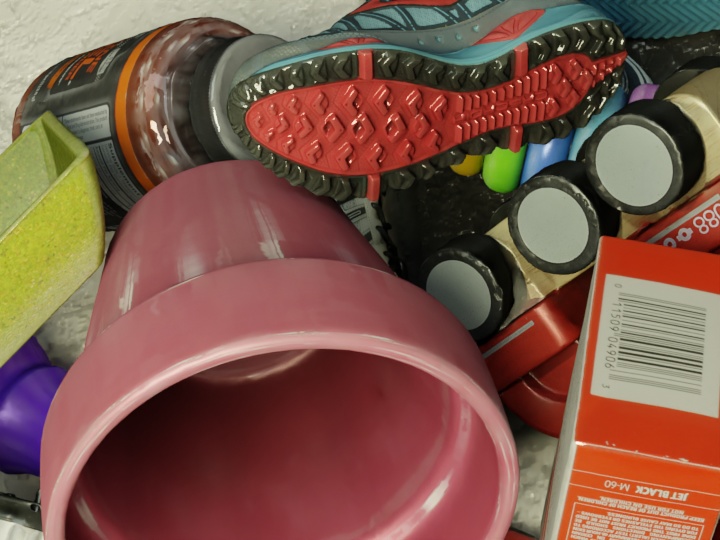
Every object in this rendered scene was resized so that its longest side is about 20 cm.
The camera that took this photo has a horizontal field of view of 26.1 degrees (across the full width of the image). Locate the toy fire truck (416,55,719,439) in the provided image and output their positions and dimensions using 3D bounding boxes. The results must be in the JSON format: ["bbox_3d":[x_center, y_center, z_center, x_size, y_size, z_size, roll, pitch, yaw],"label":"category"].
[{"bbox_3d":[0.156,0.025,0.717,0.176,0.128,0.201,-38,87,39],"label":"toy fire truck"}]

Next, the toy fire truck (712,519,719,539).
[{"bbox_3d":[0.221,0.136,0.589,0.174,0.201,0.130,3,61,12],"label":"toy fire truck"}]

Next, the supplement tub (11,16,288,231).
[{"bbox_3d":[-0.105,-0.080,0.856,0.199,0.107,0.108,-5,61,51],"label":"supplement tub"}]

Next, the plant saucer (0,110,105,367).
[{"bbox_3d":[-0.198,0.016,0.760,0.200,0.048,0.200,-46,19,-4],"label":"plant saucer"}]

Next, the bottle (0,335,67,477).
[{"bbox_3d":[-0.224,0.066,0.903,0.199,0.065,0.084,27,77,29],"label":"bottle"}]

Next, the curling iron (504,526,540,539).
[{"bbox_3d":[0.043,0.135,0.786,0.199,0.026,0.050,26,65,29],"label":"curling iron"}]

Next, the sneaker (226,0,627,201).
[{"bbox_3d":[0.022,-0.095,0.738,0.198,0.080,0.096,-11,39,-24],"label":"sneaker"}]

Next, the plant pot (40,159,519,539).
[{"bbox_3d":[-0.047,0.052,0.701,0.199,0.201,0.180,-29,38,7],"label":"plant pot"}]

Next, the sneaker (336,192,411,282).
[{"bbox_3d":[0.000,0.000,0.848,0.087,0.076,0.202,9,80,18],"label":"sneaker"}]

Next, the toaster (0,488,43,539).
[{"bbox_3d":[-0.184,0.173,0.776,0.198,0.181,0.120,8,72,26],"label":"toaster"}]

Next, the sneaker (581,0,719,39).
[{"bbox_3d":[0.184,-0.183,0.856,0.198,0.077,0.081,1,59,16],"label":"sneaker"}]

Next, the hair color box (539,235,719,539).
[{"bbox_3d":[0.110,0.098,0.652,0.063,0.201,0.112,10,47,6],"label":"hair color box"}]

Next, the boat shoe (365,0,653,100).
[{"bbox_3d":[0.071,-0.135,0.863,0.199,0.091,0.071,32,81,30],"label":"boat shoe"}]

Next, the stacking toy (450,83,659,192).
[{"bbox_3d":[0.076,-0.074,0.808,0.198,0.085,0.086,16,72,9],"label":"stacking toy"}]
